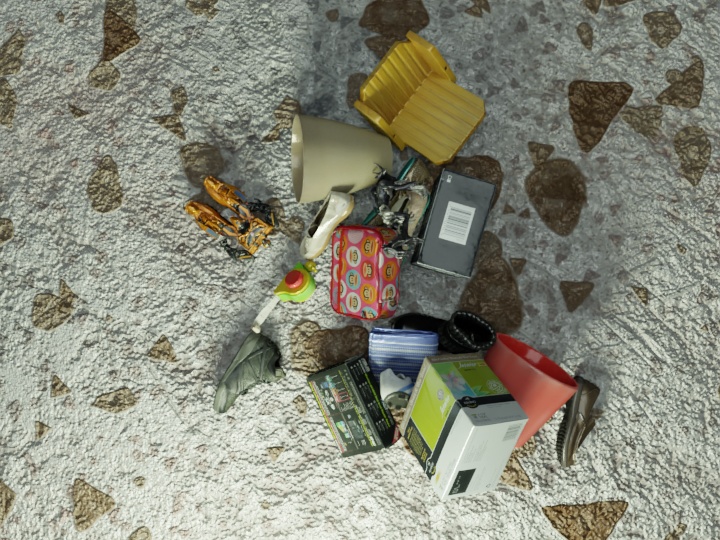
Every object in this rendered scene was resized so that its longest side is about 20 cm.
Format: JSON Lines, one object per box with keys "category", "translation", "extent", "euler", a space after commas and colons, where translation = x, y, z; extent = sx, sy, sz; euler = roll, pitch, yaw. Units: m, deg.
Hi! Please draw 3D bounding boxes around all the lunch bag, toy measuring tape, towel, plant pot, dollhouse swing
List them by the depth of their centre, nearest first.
{"category": "plant pot", "translation": [0.324, 0.258, 1.507], "extent": [0.200, 0.200, 0.178], "euler": [31, 100, 2]}
{"category": "dollhouse swing", "translation": [0.134, -0.355, 1.518], "extent": [0.200, 0.182, 0.176], "euler": [-51, 51, 1]}
{"category": "towel", "translation": [0.088, 0.196, 1.534], "extent": [0.144, 0.024, 0.200], "euler": [4, 132, 2]}
{"category": "plant pot", "translation": [-0.038, -0.238, 1.539], "extent": [0.199, 0.187, 0.188], "euler": [-2, 89, -13]}
{"category": "lunch bag", "translation": [0.000, 0.000, 1.540], "extent": [0.176, 0.082, 0.201], "euler": [9, 101, 44]}
{"category": "toy measuring tape", "translation": [-0.156, 0.062, 1.568], "extent": [0.074, 0.074, 0.200], "euler": [37, 78, 2]}

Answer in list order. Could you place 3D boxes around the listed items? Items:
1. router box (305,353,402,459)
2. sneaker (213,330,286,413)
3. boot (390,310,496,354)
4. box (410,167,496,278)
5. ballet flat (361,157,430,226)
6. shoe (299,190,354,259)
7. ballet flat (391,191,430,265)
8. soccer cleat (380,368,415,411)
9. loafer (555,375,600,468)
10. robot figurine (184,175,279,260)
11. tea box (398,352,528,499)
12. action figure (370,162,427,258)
{"category": "router box", "translation": [-0.016, 0.292, 1.534], "extent": [0.150, 0.062, 0.200], "euler": [-27, 87, 46]}
{"category": "sneaker", "translation": [-0.239, 0.242, 1.578], "extent": [0.114, 0.076, 0.200], "euler": [31, 85, 9]}
{"category": "boot", "translation": [0.173, 0.127, 1.518], "extent": [0.211, 0.158, 0.080], "euler": [9, 78, 1]}
{"category": "box", "translation": [0.190, -0.092, 1.501], "extent": [0.117, 0.200, 0.197], "euler": [16, 90, 0]}
{"category": "ballet flat", "translation": [0.083, -0.154, 1.577], "extent": [0.065, 0.071, 0.200], "euler": [37, 95, -14]}
{"category": "shoe", "translation": [-0.085, -0.099, 1.542], "extent": [0.053, 0.070, 0.200], "euler": [15, 133, -30]}
{"category": "ballet flat", "translation": [0.081, -0.092, 1.549], "extent": [0.067, 0.068, 0.200], "euler": [10, 112, -28]}
{"category": "soccer cleat", "translation": [0.112, 0.267, 1.536], "extent": [0.070, 0.200, 0.086], "euler": [-31, 48, 21]}
{"category": "loafer", "translation": [0.474, 0.332, 1.548], "extent": [0.071, 0.073, 0.201], "euler": [14, 90, 3]}
{"category": "robot figurine", "translation": [-0.282, -0.113, 1.592], "extent": [0.200, 0.058, 0.145], "euler": [36, 92, 3]}
{"category": "tea box", "translation": [0.194, 0.299, 1.405], "extent": [0.133, 0.197, 0.200], "euler": [-2, 125, -28]}
{"category": "action figure", "translation": [0.077, -0.127, 1.447], "extent": [0.102, 0.119, 0.200], "euler": [-4, 64, -14]}
